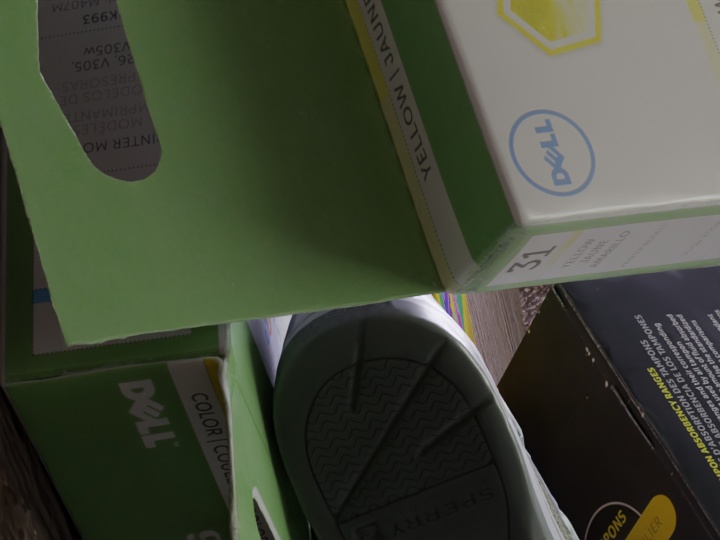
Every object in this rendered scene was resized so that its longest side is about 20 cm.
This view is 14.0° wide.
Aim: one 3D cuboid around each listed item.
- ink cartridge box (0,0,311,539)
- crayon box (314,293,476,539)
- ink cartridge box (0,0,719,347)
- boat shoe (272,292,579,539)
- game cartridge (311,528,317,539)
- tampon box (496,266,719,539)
[{"bbox_3d":[-0.052,0.013,0.746,0.104,0.059,0.201,73,9,-55],"label":"ink cartridge box"},{"bbox_3d":[0.000,0.000,0.955,0.119,0.058,0.201,-92,171,-54],"label":"crayon box"},{"bbox_3d":[0.008,-0.065,0.710,0.048,0.199,0.146,-46,-123,52],"label":"ink cartridge box"},{"bbox_3d":[0.028,0.085,0.763,0.065,0.074,0.203,-96,164,-63],"label":"boat shoe"},{"bbox_3d":[-0.032,0.064,0.992,0.200,0.041,0.134,-93,175,-50],"label":"game cartridge"},{"bbox_3d":[0.150,0.088,1.063,0.127,0.199,0.150,60,-39,34],"label":"tampon box"}]
